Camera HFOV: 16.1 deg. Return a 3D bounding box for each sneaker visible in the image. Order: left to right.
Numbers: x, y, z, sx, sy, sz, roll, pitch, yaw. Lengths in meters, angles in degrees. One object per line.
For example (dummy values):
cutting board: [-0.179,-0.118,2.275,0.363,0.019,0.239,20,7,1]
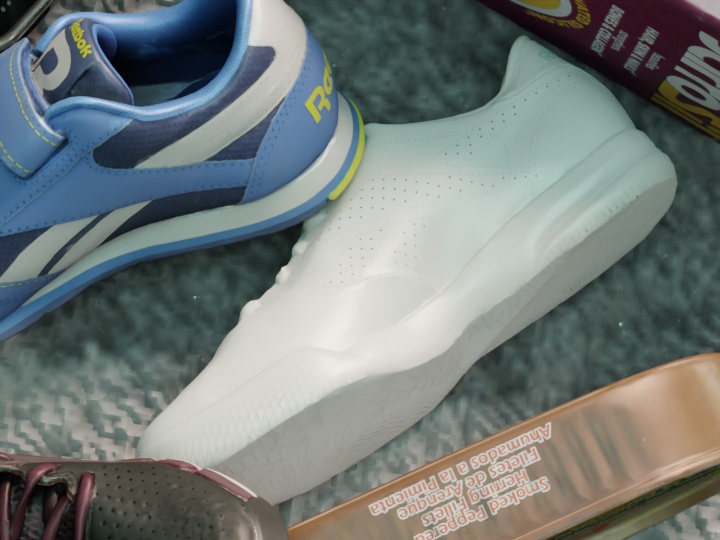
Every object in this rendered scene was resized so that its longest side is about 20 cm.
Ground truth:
sneaker: [-0.125,0.078,0.729,0.200,0.115,0.076,-1,72,37]
sneaker: [-0.101,-0.035,0.796,0.200,0.082,0.074,-24,47,-4]
sneaker: [0.000,0.000,0.821,0.200,0.075,0.089,-35,71,-13]

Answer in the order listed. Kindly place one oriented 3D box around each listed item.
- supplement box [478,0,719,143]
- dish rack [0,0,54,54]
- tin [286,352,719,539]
supplement box: [0.091,-0.125,0.807,0.200,0.131,0.103,31,83,3]
dish rack: [-0.148,-0.177,0.843,0.200,0.055,0.153,39,81,4]
tin: [0.033,0.081,0.782,0.200,0.112,0.042,-23,73,-6]
